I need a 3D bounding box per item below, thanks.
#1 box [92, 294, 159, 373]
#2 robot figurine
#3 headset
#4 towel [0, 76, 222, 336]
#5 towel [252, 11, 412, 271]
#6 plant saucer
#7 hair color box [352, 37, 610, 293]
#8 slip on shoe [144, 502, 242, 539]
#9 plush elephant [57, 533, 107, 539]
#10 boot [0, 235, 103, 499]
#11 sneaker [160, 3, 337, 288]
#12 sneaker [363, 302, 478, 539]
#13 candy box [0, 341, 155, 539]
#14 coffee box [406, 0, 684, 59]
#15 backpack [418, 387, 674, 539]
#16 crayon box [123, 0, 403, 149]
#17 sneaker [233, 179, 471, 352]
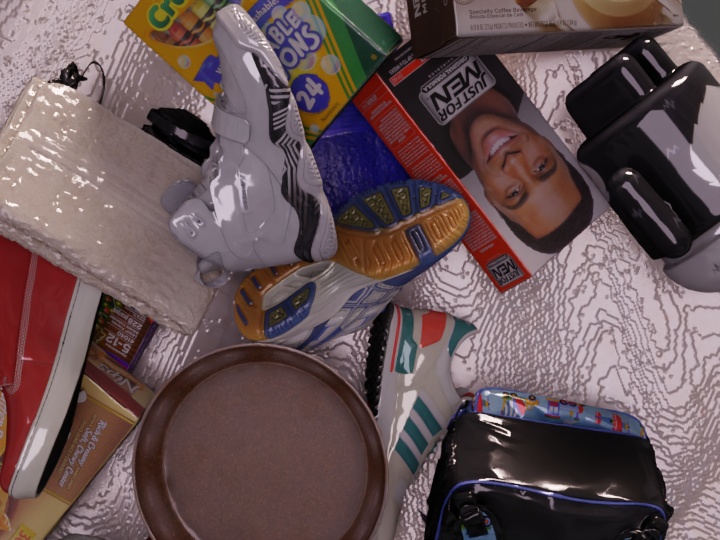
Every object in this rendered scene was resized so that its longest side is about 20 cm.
[{"bbox_3d":[-0.248,-0.003,1.365,0.199,0.039,0.137,33,123,2],"label":"box"},{"bbox_3d":[0.248,-0.079,1.315,0.150,0.125,0.200,-38,91,-9],"label":"robot figurine"},{"bbox_3d":[-0.171,-0.081,1.363,0.123,0.094,0.200,-37,100,2],"label":"headset"},{"bbox_3d":[-0.185,-0.047,1.277,0.199,0.034,0.133,32,54,-14],"label":"towel"},{"bbox_3d":[-0.030,-0.104,1.362,0.147,0.050,0.202,-8,91,-13],"label":"towel"},{"bbox_3d":[-0.076,0.153,1.324,0.199,0.034,0.202,1,97,5],"label":"plant saucer"},{"bbox_3d":[0.092,-0.094,1.342,0.101,0.061,0.200,-40,93,-26],"label":"hair color box"},{"bbox_3d":[-0.093,0.196,1.380,0.199,0.061,0.074,-32,88,2],"label":"slip on shoe"},{"bbox_3d":[-0.203,0.290,1.321,0.154,0.200,0.165,-33,82,7],"label":"plush elephant"},{"bbox_3d":[-0.274,0.061,1.267,0.143,0.072,0.201,13,71,-7],"label":"boot"},{"bbox_3d":[-0.095,-0.082,1.234,0.114,0.075,0.201,-21,113,-5],"label":"sneaker"},{"bbox_3d":[0.048,0.127,1.367,0.093,0.070,0.201,5,97,-11],"label":"sneaker"},{"bbox_3d":[-0.266,0.142,1.364,0.115,0.055,0.200,39,108,-1],"label":"candy box"},{"bbox_3d":[0.137,-0.229,1.312,0.199,0.080,0.115,-5,87,-23],"label":"coffee box"},{"bbox_3d":[0.131,0.211,1.331,0.181,0.135,0.201,8,127,-5],"label":"backpack"},{"bbox_3d":[-0.085,-0.188,1.278,0.200,0.052,0.126,42,118,-2],"label":"crayon box"},{"bbox_3d":[0.000,0.000,1.327,0.199,0.088,0.076,-27,60,11],"label":"sneaker"}]
